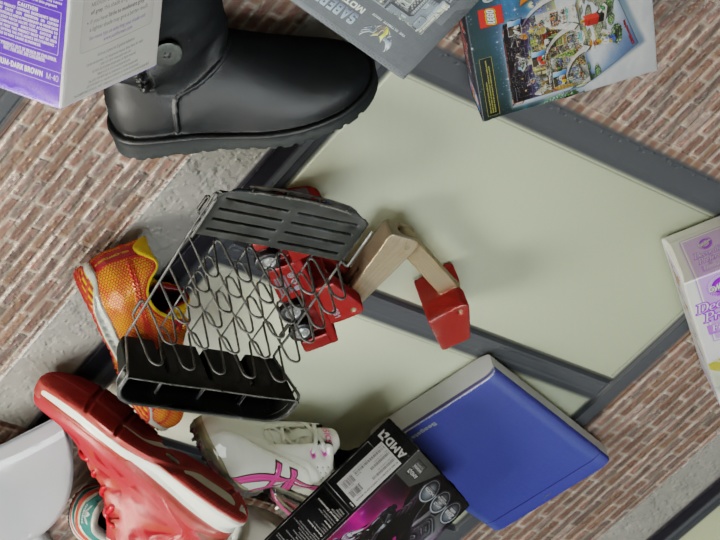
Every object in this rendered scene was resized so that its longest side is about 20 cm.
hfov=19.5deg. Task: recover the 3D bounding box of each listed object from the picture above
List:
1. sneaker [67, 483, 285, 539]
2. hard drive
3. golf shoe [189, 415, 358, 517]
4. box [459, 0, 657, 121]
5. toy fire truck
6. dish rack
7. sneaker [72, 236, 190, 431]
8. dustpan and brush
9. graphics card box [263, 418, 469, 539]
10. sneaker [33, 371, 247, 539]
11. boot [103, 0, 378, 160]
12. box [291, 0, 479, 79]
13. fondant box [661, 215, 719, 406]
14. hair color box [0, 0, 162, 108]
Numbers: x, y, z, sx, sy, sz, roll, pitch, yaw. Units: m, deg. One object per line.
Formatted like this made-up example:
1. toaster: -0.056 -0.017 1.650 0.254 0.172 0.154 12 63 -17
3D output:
1. sneaker: -0.147 0.224 1.767 0.198 0.071 0.093 13 175 -11
2. hard drive: 0.118 0.157 1.869 0.132 0.025 0.200 -34 137 18
3. golf shoe: -0.068 0.150 1.768 0.092 0.073 0.200 -38 145 14
4. box: 0.134 -0.203 1.470 0.136 0.038 0.201 -16 139 -2
5. toy fire truck: 0.000 0.000 1.638 0.140 0.049 0.201 -20 138 3
6. dish rack: -0.083 0.023 1.551 0.153 0.055 0.200 9 131 -33
7. sneaker: -0.160 0.056 1.630 0.077 0.073 0.201 -23 142 -8
8. dustpan and brush: -0.289 0.200 1.763 0.139 0.057 0.201 -26 133 -7
9. graphics card box: -0.010 0.232 1.794 0.200 0.051 0.126 -44 141 -4
10. sneaker: -0.199 0.178 1.672 0.200 0.078 0.116 37 103 1
11. boot: -0.093 -0.159 1.409 0.199 0.077 0.169 -10 143 0
12. box: 0.002 -0.237 1.346 0.199 0.051 0.158 32 120 -24
13. fondant box: 0.349 0.024 1.781 0.143 0.058 0.200 -22 138 5
14. hair color box: -0.165 -0.210 1.255 0.064 0.109 0.201 21 118 21
